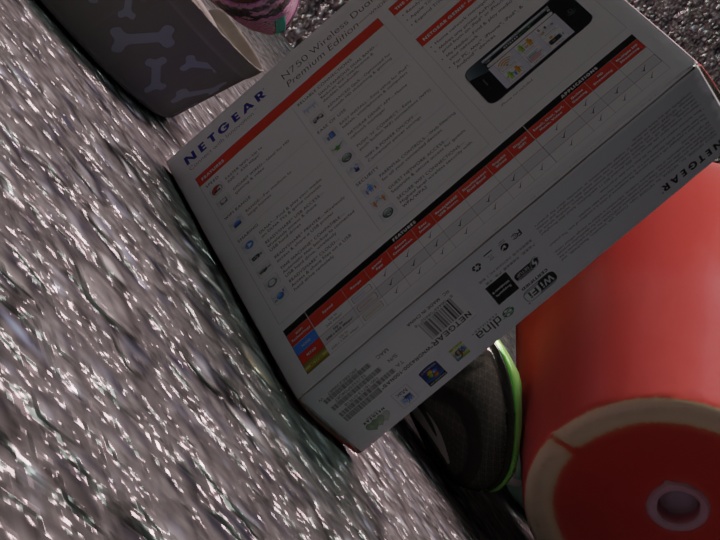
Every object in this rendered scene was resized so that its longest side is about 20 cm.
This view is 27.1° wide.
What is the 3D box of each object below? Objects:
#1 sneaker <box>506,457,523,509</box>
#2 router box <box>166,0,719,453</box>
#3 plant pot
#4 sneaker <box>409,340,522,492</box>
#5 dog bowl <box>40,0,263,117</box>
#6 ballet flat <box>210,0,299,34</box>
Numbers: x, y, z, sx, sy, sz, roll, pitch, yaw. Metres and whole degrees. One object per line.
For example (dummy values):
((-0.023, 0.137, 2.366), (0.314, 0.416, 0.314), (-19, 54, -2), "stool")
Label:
((0.107, 0.099, 1.006), (0.140, 0.078, 0.200), (52, -4, 31), "sneaker")
((0.029, -0.052, 0.637), (0.049, 0.200, 0.180), (44, 8, -43), "router box")
((0.168, 0.069, 0.783), (0.201, 0.200, 0.178), (49, 32, -18), "plant pot")
((0.013, 0.027, 0.751), (0.084, 0.077, 0.201), (-29, 91, -40), "sneaker")
((-0.136, -0.165, 0.783), (0.200, 0.059, 0.200), (51, 5, -6), "dog bowl")
((-0.094, -0.204, 0.796), (0.200, 0.069, 0.071), (57, -11, 17), "ballet flat")
